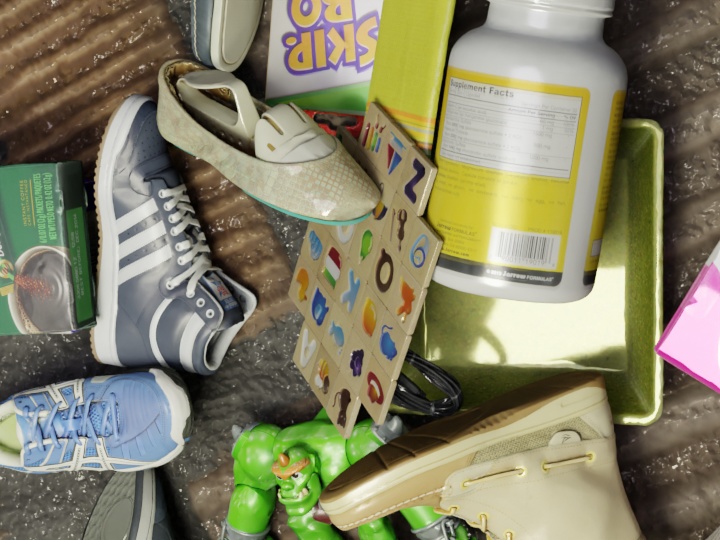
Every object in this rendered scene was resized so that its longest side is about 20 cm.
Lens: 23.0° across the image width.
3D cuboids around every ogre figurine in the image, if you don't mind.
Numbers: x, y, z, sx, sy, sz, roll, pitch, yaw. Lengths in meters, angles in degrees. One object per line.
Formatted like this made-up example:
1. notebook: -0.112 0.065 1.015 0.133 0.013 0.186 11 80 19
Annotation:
1. ogre figurine: -0.021 0.159 1.232 0.200 0.098 0.120 2 113 50

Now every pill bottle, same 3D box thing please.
1. pill bottle: 0.105 -0.086 1.099 0.112 0.112 0.201 11 99 16

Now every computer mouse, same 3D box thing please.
1. computer mouse: 0.075 0.116 1.192 0.059 0.034 0.200 -29 114 27

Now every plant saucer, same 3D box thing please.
1. plant saucer: 0.108 -0.002 1.192 0.199 0.048 0.200 1 97 18

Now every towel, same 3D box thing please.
1. towel: 0.034 -0.128 1.141 0.086 0.018 0.201 25 109 59

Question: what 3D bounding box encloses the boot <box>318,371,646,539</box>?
1. boot: 0.086 0.167 1.132 0.200 0.073 0.156 -21 99 -15

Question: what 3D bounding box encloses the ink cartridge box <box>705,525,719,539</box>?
1. ink cartridge box: 0.235 0.216 1.109 0.084 0.145 0.200 43 118 9

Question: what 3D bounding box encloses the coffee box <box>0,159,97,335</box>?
1. coffee box: -0.289 -0.012 1.255 0.199 0.044 0.123 -2 96 18

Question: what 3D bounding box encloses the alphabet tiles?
1. alphabet tiles: 0.000 0.000 1.162 0.166 0.006 0.200 52 131 52

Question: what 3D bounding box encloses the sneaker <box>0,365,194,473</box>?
1. sneaker: -0.201 0.115 1.264 0.200 0.077 0.076 -16 86 36

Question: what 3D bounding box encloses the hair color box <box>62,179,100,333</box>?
1. hair color box: -0.292 -0.012 1.312 0.199 0.065 0.110 1 98 16

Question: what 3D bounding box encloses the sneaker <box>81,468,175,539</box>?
1. sneaker: -0.129 0.245 1.289 0.077 0.146 0.203 -34 44 38

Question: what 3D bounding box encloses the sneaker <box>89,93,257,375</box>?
1. sneaker: -0.129 -0.021 1.253 0.108 0.070 0.201 12 107 21

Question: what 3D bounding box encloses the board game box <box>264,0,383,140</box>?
1. board game box: -0.013 -0.191 1.221 0.095 0.030 0.201 7 101 17

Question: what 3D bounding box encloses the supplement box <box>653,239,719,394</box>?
1. supplement box: 0.299 0.055 1.110 0.200 0.103 0.101 33 106 10

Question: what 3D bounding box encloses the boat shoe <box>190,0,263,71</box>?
1. boat shoe: -0.102 -0.238 1.217 0.062 0.075 0.201 5 97 16

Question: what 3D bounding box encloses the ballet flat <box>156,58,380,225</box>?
1. ballet flat: -0.069 -0.089 1.167 0.200 0.067 0.063 26 135 36
